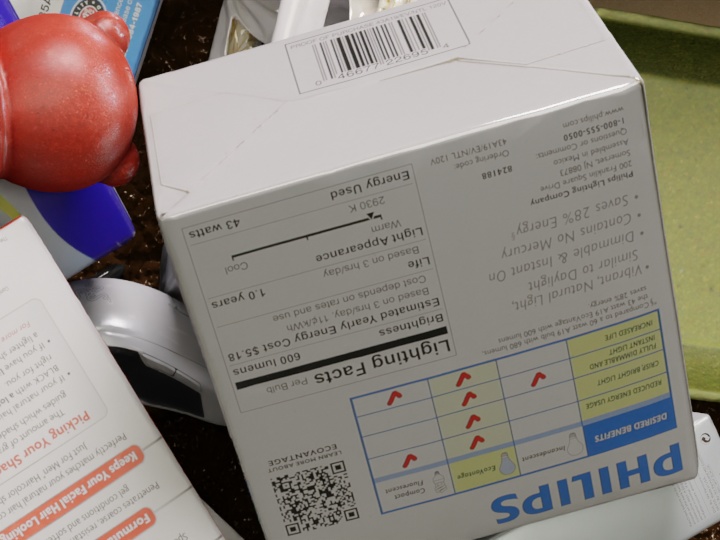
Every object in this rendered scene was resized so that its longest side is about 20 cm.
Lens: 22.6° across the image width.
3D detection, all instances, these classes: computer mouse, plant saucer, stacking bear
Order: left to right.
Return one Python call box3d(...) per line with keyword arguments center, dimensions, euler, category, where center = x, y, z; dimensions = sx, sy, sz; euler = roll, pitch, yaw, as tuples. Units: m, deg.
box3d(center=(-0.188, -0.062, 0.738), dimensions=(0.198, 0.114, 0.123), euler=(-9, 94, -23), category="stacking bear")
box3d(center=(-0.079, 0.043, 0.906), dimensions=(0.199, 0.110, 0.044), euler=(17, 114, -27), category="computer mouse")
box3d(center=(0.195, -0.030, 0.998), dimensions=(0.198, 0.048, 0.202), euler=(7, 93, -13), category="plant saucer")

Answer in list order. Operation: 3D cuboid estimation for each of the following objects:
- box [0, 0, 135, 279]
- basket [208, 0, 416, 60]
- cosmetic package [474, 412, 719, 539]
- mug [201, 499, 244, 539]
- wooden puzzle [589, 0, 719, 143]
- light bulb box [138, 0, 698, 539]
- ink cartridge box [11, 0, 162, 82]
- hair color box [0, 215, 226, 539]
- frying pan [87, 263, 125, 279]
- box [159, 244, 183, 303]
box3d(center=(-0.238, -0.047, 0.829), dimensions=(0.199, 0.105, 0.185), euler=(-32, 101, -16), category="box")
box3d(center=(-0.004, -0.102, 0.915), dimensions=(0.122, 0.200, 0.137), euler=(15, 81, -14), category="basket")
box3d(center=(0.082, 0.121, 0.898), dimensions=(0.150, 0.200, 0.052), euler=(-25, 95, -12), category="cosmetic package")
box3d(center=(-0.161, 0.158, 0.891), dimensions=(0.200, 0.148, 0.175), euler=(39, 79, 25), category="mug")
box3d(center=(0.149, -0.155, 1.031), dimensions=(0.183, 0.037, 0.202), euler=(-6, 89, -11), category="wooden puzzle")
box3d(center=(0.027, 0.004, 0.779), dimensions=(0.197, 0.125, 0.201), euler=(-15, 123, -1), category="light bulb box")
box3d(center=(-0.193, -0.186, 0.935), dimensions=(0.198, 0.086, 0.148), euler=(18, 91, -9), category="ink cartridge box")
box3d(center=(-0.140, 0.091, 0.773), dimensions=(0.110, 0.064, 0.201), euler=(-32, 96, -15), category="hair color box")
box3d(center=(-0.202, 0.059, 0.924), dimensions=(0.114, 0.190, 0.031), euler=(-14, 109, 28), category="frying pan")
box3d(center=(0.000, 0.000, 0.927), dimensions=(0.198, 0.144, 0.037), euler=(3, 83, -9), category="box")
